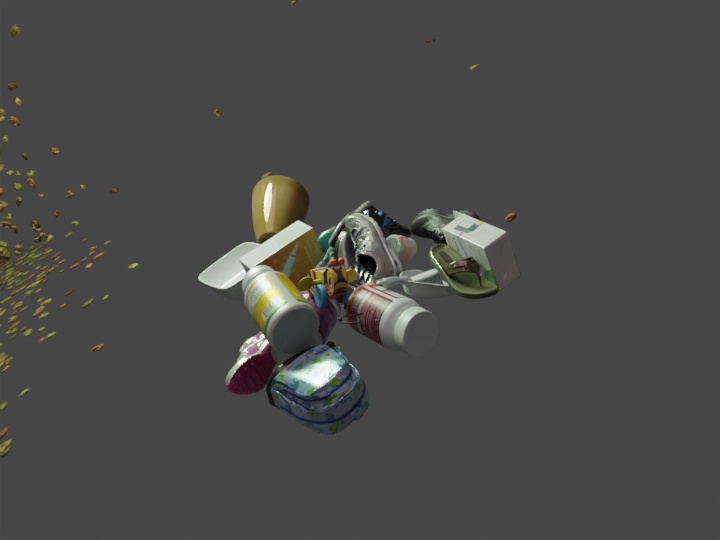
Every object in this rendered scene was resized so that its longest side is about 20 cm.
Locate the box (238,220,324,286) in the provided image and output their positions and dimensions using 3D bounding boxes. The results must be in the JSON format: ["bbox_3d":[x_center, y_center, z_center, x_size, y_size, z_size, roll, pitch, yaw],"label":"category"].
[{"bbox_3d":[-0.203,-0.021,1.681,0.198,0.126,0.097,-35,30,-17],"label":"box"}]

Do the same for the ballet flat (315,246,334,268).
[{"bbox_3d":[-0.076,-0.001,1.603,0.073,0.075,0.202,-6,37,30],"label":"ballet flat"}]

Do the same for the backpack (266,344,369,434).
[{"bbox_3d":[-0.073,0.221,1.181,0.161,0.157,0.199,-29,40,-24],"label":"backpack"}]

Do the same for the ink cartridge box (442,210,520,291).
[{"bbox_3d":[0.250,-0.047,1.377,0.067,0.119,0.199,-33,29,-13],"label":"ink cartridge box"}]

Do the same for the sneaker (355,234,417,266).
[{"bbox_3d":[0.058,-0.024,1.553,0.199,0.077,0.103,-32,-19,37],"label":"sneaker"}]

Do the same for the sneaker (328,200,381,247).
[{"bbox_3d":[0.008,-0.098,1.640,0.200,0.112,0.078,-42,-9,-39],"label":"sneaker"}]

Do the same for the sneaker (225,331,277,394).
[{"bbox_3d":[-0.233,0.200,1.396,0.087,0.083,0.200,-2,27,37],"label":"sneaker"}]

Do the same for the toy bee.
[{"bbox_3d":[-0.052,0.021,1.302,0.197,0.112,0.130,15,22,38],"label":"toy bee"}]

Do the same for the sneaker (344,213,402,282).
[{"bbox_3d":[0.015,-0.055,1.431,0.081,0.076,0.201,-15,52,-33],"label":"sneaker"}]

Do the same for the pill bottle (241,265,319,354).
[{"bbox_3d":[-0.172,0.072,1.289,0.111,0.114,0.200,-31,40,-14],"label":"pill bottle"}]

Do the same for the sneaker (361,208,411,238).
[{"bbox_3d":[0.068,-0.112,1.575,0.072,0.084,0.199,-22,-9,25],"label":"sneaker"}]

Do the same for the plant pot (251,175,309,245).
[{"bbox_3d":[-0.253,-0.151,1.908,0.182,0.188,0.203,-15,42,17],"label":"plant pot"}]

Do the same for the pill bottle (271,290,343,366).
[{"bbox_3d":[-0.119,0.122,1.391,0.110,0.114,0.201,-7,33,29],"label":"pill bottle"}]

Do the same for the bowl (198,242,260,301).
[{"bbox_3d":[-0.339,0.011,1.791,0.199,0.076,0.198,-41,31,-26],"label":"bowl"}]

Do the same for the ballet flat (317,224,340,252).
[{"bbox_3d":[-0.028,-0.103,1.762,0.196,0.075,0.075,-20,28,4],"label":"ballet flat"}]

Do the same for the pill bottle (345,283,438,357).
[{"bbox_3d":[0.063,0.101,1.286,0.109,0.111,0.199,-36,30,-21],"label":"pill bottle"}]

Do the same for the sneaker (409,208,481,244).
[{"bbox_3d":[0.199,-0.100,1.560,0.197,0.077,0.091,-1,43,42],"label":"sneaker"}]

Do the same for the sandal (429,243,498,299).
[{"bbox_3d":[0.209,-0.005,1.321,0.078,0.058,0.201,-17,41,-25],"label":"sandal"}]

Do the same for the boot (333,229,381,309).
[{"bbox_3d":[0.000,0.000,1.490,0.129,0.069,0.205,-2,75,35],"label":"boot"}]

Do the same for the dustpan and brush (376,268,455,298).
[{"bbox_3d":[0.116,0.025,1.353,0.196,0.059,0.139,-16,23,-30],"label":"dustpan and brush"}]
